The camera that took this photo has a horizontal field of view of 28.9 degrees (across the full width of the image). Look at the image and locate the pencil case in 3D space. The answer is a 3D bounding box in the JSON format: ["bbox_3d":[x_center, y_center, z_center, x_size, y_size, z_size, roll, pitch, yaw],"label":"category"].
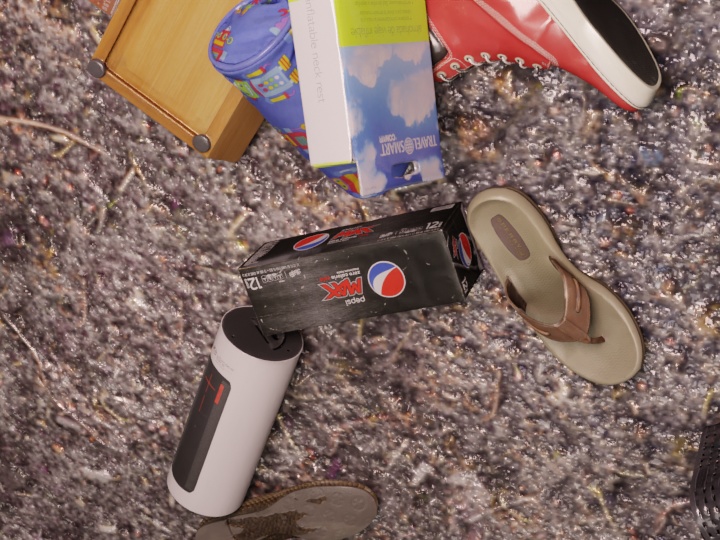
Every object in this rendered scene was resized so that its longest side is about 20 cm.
[{"bbox_3d":[-0.031,-0.137,1.089,0.078,0.087,0.200,12,160,41],"label":"pencil case"}]

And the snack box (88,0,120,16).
[{"bbox_3d":[-0.194,-0.312,1.152,0.072,0.024,0.201,35,122,4],"label":"snack box"}]

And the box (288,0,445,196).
[{"bbox_3d":[0.005,-0.160,1.033,0.047,0.122,0.202,-2,99,36],"label":"box"}]

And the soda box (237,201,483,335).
[{"bbox_3d":[0.000,0.000,1.206,0.199,0.063,0.071,-10,111,26],"label":"soda box"}]

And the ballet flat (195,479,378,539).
[{"bbox_3d":[-0.072,0.238,1.368,0.199,0.046,0.068,-19,107,23],"label":"ballet flat"}]

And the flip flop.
[{"bbox_3d":[0.156,0.018,1.157,0.081,0.058,0.200,-33,100,31],"label":"flip flop"}]

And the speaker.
[{"bbox_3d":[-0.118,0.133,1.309,0.081,0.081,0.201,27,122,7],"label":"speaker"}]

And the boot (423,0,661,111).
[{"bbox_3d":[0.122,-0.167,1.076,0.200,0.072,0.144,45,123,6],"label":"boot"}]

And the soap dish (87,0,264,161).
[{"bbox_3d":[-0.127,-0.201,1.147,0.157,0.081,0.200,36,123,1],"label":"soap dish"}]

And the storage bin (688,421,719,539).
[{"bbox_3d":[0.356,0.220,1.131,0.093,0.135,0.201,-25,104,29],"label":"storage bin"}]
